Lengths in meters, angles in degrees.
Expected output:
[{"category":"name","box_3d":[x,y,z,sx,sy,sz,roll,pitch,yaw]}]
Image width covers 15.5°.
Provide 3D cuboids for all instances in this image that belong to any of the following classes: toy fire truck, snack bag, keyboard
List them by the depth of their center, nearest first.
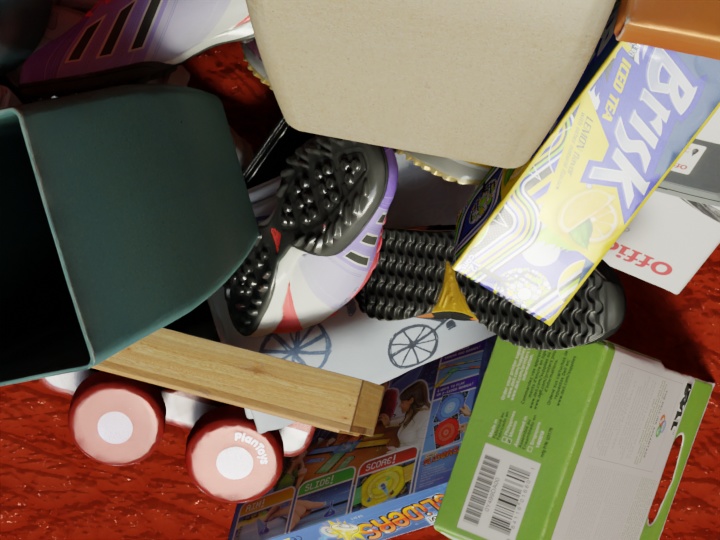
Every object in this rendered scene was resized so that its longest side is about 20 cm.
[{"category":"keyboard","box_3d":[-0.054,-0.034,1.676,0.104,0.040,0.200,16,123,-37]},{"category":"snack bag","box_3d":[0.000,0.000,1.679,0.199,0.021,0.189,-22,131,-5]},{"category":"toy fire truck","box_3d":[-0.107,0.046,1.770,0.199,0.112,0.169,18,114,-6]}]

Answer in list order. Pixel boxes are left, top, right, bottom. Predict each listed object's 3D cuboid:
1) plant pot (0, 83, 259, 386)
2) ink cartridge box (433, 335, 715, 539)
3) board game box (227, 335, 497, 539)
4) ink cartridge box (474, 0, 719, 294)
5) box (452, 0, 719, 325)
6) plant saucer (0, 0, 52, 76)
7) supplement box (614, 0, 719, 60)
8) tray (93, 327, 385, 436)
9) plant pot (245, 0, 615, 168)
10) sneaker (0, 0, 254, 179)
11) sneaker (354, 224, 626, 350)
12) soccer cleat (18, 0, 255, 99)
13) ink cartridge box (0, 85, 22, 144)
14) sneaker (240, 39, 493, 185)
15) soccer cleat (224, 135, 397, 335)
[{"category":"plant pot","box_3d":[-0.156,-0.030,1.487,0.141,0.200,0.142,-12,97,37]},{"category":"ink cartridge box","box_3d":[0.142,0.118,1.704,0.075,0.149,0.200,19,180,28]},{"category":"board game box","box_3d":[0.006,0.123,1.787,0.199,0.136,0.034,-20,128,33]},{"category":"ink cartridge box","box_3d":[0.171,-0.095,1.542,0.144,0.085,0.200,23,138,-9]},{"category":"box","box_3d":[0.132,-0.072,1.439,0.070,0.064,0.200,30,116,-12]},{"category":"plant saucer","box_3d":[-0.271,-0.191,1.549,0.199,0.027,0.201,17,131,20]},{"category":"supplement box","box_3d":[0.179,-0.211,1.333,0.066,0.201,0.069,11,176,2]},{"category":"tray","box_3d":[-0.090,0.061,1.619,0.199,0.037,0.099,13,177,9]},{"category":"plant pot","box_3d":[0.041,-0.170,1.397,0.198,0.201,0.178,10,134,4]},{"category":"sneaker","box_3d":[-0.139,-0.120,1.601,0.199,0.075,0.115,29,139,-12]},{"category":"sneaker","box_3d":[0.091,0.002,1.592,0.199,0.090,0.070,7,101,42]},{"category":"soccer cleat","box_3d":[-0.107,-0.154,1.515,0.199,0.068,0.074,-21,102,-7]},{"category":"ink cartridge box","box_3d":[-0.254,-0.045,1.648,0.146,0.086,0.200,10,161,21]},{"category":"sneaker","box_3d":[0.020,-0.124,1.546,0.199,0.075,0.091,28,107,27]},{"category":"soccer cleat","box_3d":[-0.015,-0.024,1.555,0.073,0.069,0.200,-4,153,-28]}]
